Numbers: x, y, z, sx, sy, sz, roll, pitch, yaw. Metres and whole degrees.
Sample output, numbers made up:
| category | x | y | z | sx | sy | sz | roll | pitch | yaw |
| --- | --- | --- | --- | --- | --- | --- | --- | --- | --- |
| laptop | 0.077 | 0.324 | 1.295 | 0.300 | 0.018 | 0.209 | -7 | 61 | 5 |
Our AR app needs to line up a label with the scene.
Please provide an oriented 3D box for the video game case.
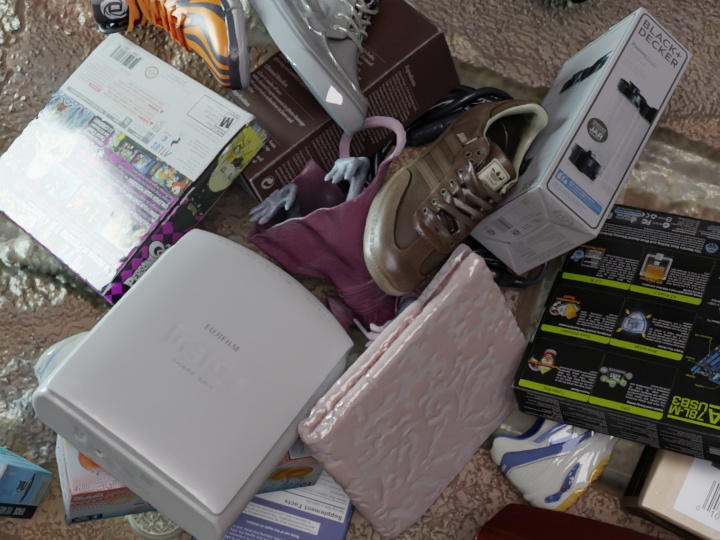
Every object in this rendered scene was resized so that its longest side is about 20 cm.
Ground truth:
| category | x | y | z | sx | sy | sz | roll | pitch | yaw |
| --- | --- | --- | --- | --- | --- | --- | --- | --- | --- |
| video game case | -0.195 | -0.086 | 1.087 | 0.199 | 0.036 | 0.182 | 33 | 79 | 37 |

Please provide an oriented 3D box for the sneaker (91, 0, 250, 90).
| category | x | y | z | sx | sy | sz | roll | pitch | yaw |
| --- | --- | --- | --- | --- | --- | --- | --- | --- | --- |
| sneaker | -0.159 | -0.206 | 1.105 | 0.111 | 0.078 | 0.201 | -14 | 44 | -14 |

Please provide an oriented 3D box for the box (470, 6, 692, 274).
| category | x | y | z | sx | sy | sz | roll | pitch | yaw |
| --- | --- | --- | --- | --- | --- | --- | --- | --- | --- |
| box | 0.175 | -0.103 | 1.075 | 0.060 | 0.117 | 0.201 | 38 | 61 | -11 |

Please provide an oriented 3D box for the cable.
| category | x | y | z | sx | sy | sz | roll | pitch | yaw |
| --- | --- | --- | --- | --- | --- | --- | --- | --- | --- |
| cable | 0.083 | -0.081 | 1.135 | 0.198 | 0.051 | 0.165 | 18 | 80 | 2 |

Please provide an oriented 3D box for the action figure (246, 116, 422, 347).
| category | x | y | z | sx | sy | sz | roll | pitch | yaw |
| --- | --- | --- | --- | --- | --- | --- | --- | --- | --- |
| action figure | 0.000 | 0.000 | 1.085 | 0.200 | 0.133 | 0.149 | 53 | 54 | -31 |

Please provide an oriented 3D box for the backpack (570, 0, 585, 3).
| category | x | y | z | sx | sy | sz | roll | pitch | yaw |
| --- | --- | --- | --- | --- | --- | --- | --- | --- | --- |
| backpack | 0.182 | -0.352 | 1.124 | 0.153 | 0.176 | 0.201 | 32 | 77 | 0 |

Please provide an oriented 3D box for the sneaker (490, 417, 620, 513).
| category | x | y | z | sx | sy | sz | roll | pitch | yaw |
| --- | --- | --- | --- | --- | --- | --- | --- | --- | --- |
| sneaker | 0.188 | 0.099 | 1.093 | 0.088 | 0.075 | 0.200 | 42 | 81 | 6 |

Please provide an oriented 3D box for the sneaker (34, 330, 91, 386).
| category | x | y | z | sx | sy | sz | roll | pitch | yaw |
| --- | --- | --- | --- | --- | --- | --- | --- | --- | --- |
| sneaker | -0.155 | 0.058 | 1.057 | 0.199 | 0.072 | 0.073 | -29 | 75 | -25 |

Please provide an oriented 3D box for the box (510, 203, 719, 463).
| category | x | y | z | sx | sy | sz | roll | pitch | yaw |
| --- | --- | --- | --- | --- | --- | --- | --- | --- | --- |
| box | 0.242 | 0.045 | 1.055 | 0.198 | 0.048 | 0.194 | 11 | 60 | 25 |

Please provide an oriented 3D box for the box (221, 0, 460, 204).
| category | x | y | z | sx | sy | sz | roll | pitch | yaw |
| --- | --- | --- | --- | --- | --- | --- | --- | --- | --- |
| box | -0.027 | -0.140 | 1.115 | 0.200 | 0.075 | 0.100 | -39 | 53 | -6 |

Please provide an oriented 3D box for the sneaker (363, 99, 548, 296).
| category | x | y | z | sx | sy | sz | roll | pitch | yaw |
| --- | --- | --- | --- | --- | --- | --- | --- | --- | --- |
| sneaker | 0.073 | -0.065 | 1.011 | 0.071 | 0.075 | 0.201 | 48 | 53 | -19 |

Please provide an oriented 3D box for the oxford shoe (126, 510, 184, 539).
| category | x | y | z | sx | sy | sz | roll | pitch | yaw |
| --- | --- | --- | --- | --- | --- | --- | --- | --- | --- |
| oxford shoe | -0.161 | 0.124 | 1.092 | 0.074 | 0.058 | 0.202 | -1 | 65 | -4 |

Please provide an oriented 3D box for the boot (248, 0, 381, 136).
| category | x | y | z | sx | sy | sz | roll | pitch | yaw |
| --- | --- | --- | --- | --- | --- | --- | --- | --- | --- |
| boot | -0.019 | -0.194 | 1.055 | 0.095 | 0.074 | 0.201 | -35 | 51 | 4 |

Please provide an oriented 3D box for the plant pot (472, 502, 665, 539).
| category | x | y | z | sx | sy | sz | roll | pitch | yaw |
| --- | --- | --- | --- | --- | --- | --- | --- | --- | --- |
| plant pot | 0.147 | 0.278 | 0.991 | 0.175 | 0.200 | 0.201 | 27 | 96 | 15 |

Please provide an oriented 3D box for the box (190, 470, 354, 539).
| category | x | y | z | sx | sy | sz | roll | pitch | yaw |
| --- | --- | --- | --- | --- | --- | --- | --- | --- | --- |
| box | -0.068 | 0.197 | 1.090 | 0.120 | 0.032 | 0.202 | 17 | 78 | 2 |

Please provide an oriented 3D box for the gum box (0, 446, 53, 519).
| category | x | y | z | sx | sy | sz | roll | pitch | yaw |
| --- | --- | --- | --- | --- | --- | --- | --- | --- | --- |
| gum box | -0.344 | 0.123 | 1.027 | 0.199 | 0.170 | 0.045 | 27 | 80 | 4 |

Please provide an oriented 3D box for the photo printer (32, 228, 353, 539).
| category | x | y | z | sx | sy | sz | roll | pitch | yaw |
| --- | --- | --- | --- | --- | --- | --- | --- | --- | --- |
| photo printer | -0.110 | 0.072 | 0.978 | 0.166 | 0.070 | 0.200 | 36 | 56 | 6 |

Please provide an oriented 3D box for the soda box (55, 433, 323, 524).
| category | x | y | z | sx | sy | sz | roll | pitch | yaw |
| --- | --- | --- | --- | --- | --- | --- | --- | --- | --- |
| soda box | -0.126 | 0.137 | 1.020 | 0.198 | 0.069 | 0.064 | -5 | 63 | -19 |

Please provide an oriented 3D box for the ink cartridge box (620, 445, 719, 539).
| category | x | y | z | sx | sy | sz | roll | pitch | yaw |
| --- | --- | --- | --- | --- | --- | --- | --- | --- | --- |
| ink cartridge box | 0.335 | 0.160 | 1.086 | 0.199 | 0.075 | 0.166 | 25 | 81 | 4 |

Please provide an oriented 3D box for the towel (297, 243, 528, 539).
| category | x | y | z | sx | sy | sz | roll | pitch | yaw |
| --- | --- | --- | --- | --- | --- | --- | --- | --- | --- |
| towel | 0.050 | 0.099 | 1.037 | 0.032 | 0.200 | 0.191 | 35 | 76 | 35 |
